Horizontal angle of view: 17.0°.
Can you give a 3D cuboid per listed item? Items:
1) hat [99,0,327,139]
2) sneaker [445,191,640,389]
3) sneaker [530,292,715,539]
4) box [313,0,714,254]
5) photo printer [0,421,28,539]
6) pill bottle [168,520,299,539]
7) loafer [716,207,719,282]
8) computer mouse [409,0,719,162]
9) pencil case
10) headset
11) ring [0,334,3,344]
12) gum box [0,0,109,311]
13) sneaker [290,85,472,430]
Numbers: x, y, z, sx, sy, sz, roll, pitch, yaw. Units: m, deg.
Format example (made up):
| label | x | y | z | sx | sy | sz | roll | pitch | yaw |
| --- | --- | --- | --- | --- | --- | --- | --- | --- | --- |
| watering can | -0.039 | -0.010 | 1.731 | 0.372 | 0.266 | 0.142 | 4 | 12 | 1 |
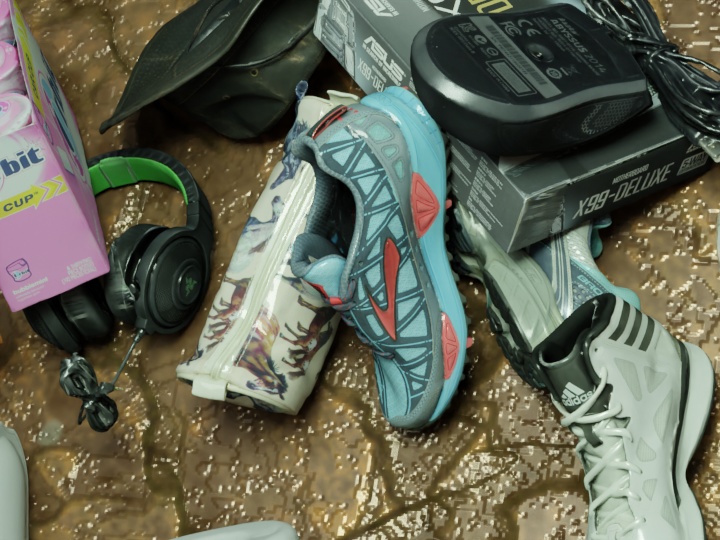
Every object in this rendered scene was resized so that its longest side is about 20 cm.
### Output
| label | x | y | z | sx | sy | sz | roll | pitch | yaw |
| --- | --- | --- | --- | --- | --- | --- | --- | --- | --- |
| hat | -0.067 | -0.133 | 1.488 | 0.200 | 0.081 | 0.201 | -41 | 17 | 15 |
| sneaker | 0.096 | -0.025 | 1.409 | 0.086 | 0.078 | 0.201 | -20 | 62 | -11 |
| sneaker | 0.126 | 0.102 | 1.287 | 0.075 | 0.115 | 0.201 | -23 | 44 | 39 |
| box | 0.092 | -0.115 | 1.404 | 0.157 | 0.050 | 0.200 | -21 | 57 | -30 |
| photo printer | -0.278 | 0.185 | 1.446 | 0.165 | 0.069 | 0.201 | -10 | 66 | 16 |
| pill bottle | -0.065 | 0.244 | 1.283 | 0.113 | 0.114 | 0.201 | -13 | 94 | 14 |
| loafer | 0.233 | 0.021 | 1.333 | 0.071 | 0.063 | 0.201 | -9 | 66 | 17 |
| computer mouse | 0.106 | -0.098 | 1.329 | 0.139 | 0.199 | 0.053 | 54 | 136 | 32 |
| pencil case | -0.039 | -0.008 | 1.423 | 0.078 | 0.089 | 0.201 | 19 | 81 | 30 |
| headset | -0.156 | 0.005 | 1.463 | 0.123 | 0.094 | 0.201 | -12 | 54 | 15 |
| ring | -0.254 | -0.037 | 1.460 | 0.019 | 0.201 | 0.201 | -19 | 62 | -7 |
| gum box | -0.214 | -0.083 | 1.466 | 0.066 | 0.114 | 0.200 | -22 | 35 | 1 |
| sneaker | 0.000 | 0.000 | 1.367 | 0.095 | 0.201 | 0.079 | -17 | 18 | -29 |
